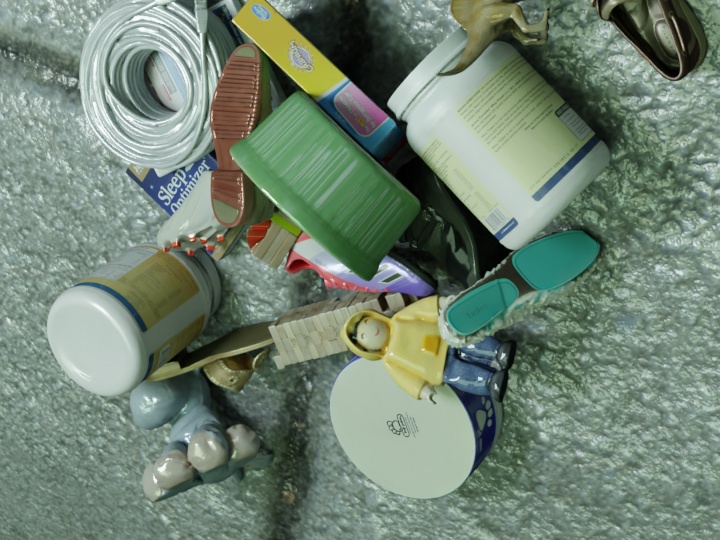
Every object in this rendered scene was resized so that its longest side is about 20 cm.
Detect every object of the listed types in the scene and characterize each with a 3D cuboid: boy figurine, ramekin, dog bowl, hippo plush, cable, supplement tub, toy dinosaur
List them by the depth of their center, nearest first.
[{"bbox_3d":[0.134,-0.246,1.279,0.100,0.202,0.058,10,151,10],"label":"toy dinosaur"},{"bbox_3d":[0.138,-0.138,1.327,0.200,0.145,0.145,47,129,2],"label":"supplement tub"},{"bbox_3d":[-0.031,-0.092,1.356,0.200,0.200,0.098,44,95,4],"label":"ramekin"},{"bbox_3d":[0.074,0.081,1.463,0.198,0.064,0.125,17,83,14],"label":"boy figurine"},{"bbox_3d":[-0.231,-0.219,1.511,0.198,0.069,0.202,-4,106,25],"label":"cable"},{"bbox_3d":[0.065,0.169,1.572,0.198,0.079,0.202,14,120,25],"label":"dog bowl"},{"bbox_3d":[-0.278,0.052,1.643,0.143,0.200,0.146,14,120,25],"label":"supplement tub"},{"bbox_3d":[-0.212,0.195,1.723,0.159,0.199,0.162,-35,70,38],"label":"hippo plush"}]

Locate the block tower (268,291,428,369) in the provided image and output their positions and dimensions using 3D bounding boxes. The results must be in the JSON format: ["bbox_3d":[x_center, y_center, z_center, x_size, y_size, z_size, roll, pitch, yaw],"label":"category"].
[{"bbox_3d":[-0.015,0.061,1.558,0.198,0.054,0.058,-18,104,24],"label":"block tower"}]

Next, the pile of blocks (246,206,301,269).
[{"bbox_3d":[-0.074,-0.090,1.513,0.062,0.082,0.200,32,118,-25],"label":"pile of blocks"}]

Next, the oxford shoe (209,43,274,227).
[{"bbox_3d":[-0.121,-0.150,1.458,0.070,0.073,0.202,16,103,40],"label":"oxford shoe"}]

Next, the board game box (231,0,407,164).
[{"bbox_3d":[-0.039,-0.201,1.399,0.200,0.153,0.040,44,95,6],"label":"board game box"}]

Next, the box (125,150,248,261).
[{"bbox_3d":[-0.215,-0.120,1.624,0.200,0.032,0.121,44,128,6],"label":"box"}]

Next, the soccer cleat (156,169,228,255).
[{"bbox_3d":[-0.182,-0.076,1.573,0.199,0.069,0.078,-28,63,48],"label":"soccer cleat"}]

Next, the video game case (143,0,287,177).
[{"bbox_3d":[-0.194,-0.214,1.545,0.199,0.018,0.144,-24,96,28],"label":"video game case"}]

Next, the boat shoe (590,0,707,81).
[{"bbox_3d":[0.253,-0.265,1.237,0.072,0.072,0.201,-28,98,38],"label":"boat shoe"}]

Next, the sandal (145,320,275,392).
[{"bbox_3d":[-0.174,0.124,1.677,0.210,0.078,0.070,-15,108,15],"label":"sandal"}]

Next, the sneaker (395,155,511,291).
[{"bbox_3d":[0.095,-0.034,1.455,0.114,0.076,0.200,-15,112,47],"label":"sneaker"}]

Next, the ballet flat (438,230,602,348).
[{"bbox_3d":[0.165,0.022,1.399,0.072,0.199,0.072,57,166,22],"label":"ballet flat"}]

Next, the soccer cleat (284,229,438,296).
[{"bbox_3d":[0.000,0.000,1.504,0.199,0.074,0.068,24,170,32],"label":"soccer cleat"}]
